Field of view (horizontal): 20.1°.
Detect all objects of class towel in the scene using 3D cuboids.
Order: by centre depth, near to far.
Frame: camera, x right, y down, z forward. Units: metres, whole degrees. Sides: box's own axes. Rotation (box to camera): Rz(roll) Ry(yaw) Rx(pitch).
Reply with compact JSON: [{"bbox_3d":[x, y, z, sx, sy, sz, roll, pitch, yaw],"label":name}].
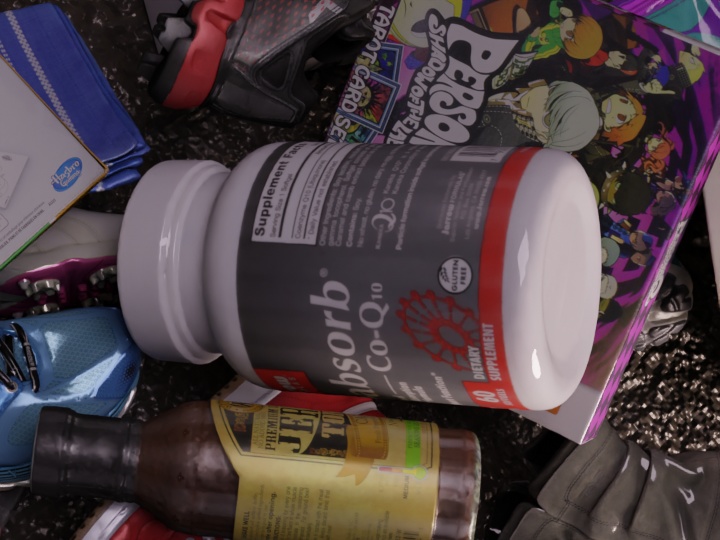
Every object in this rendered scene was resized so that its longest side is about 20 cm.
[{"bbox_3d":[-0.216,-0.075,0.972,0.200,0.024,0.145,-12,45,-23],"label":"towel"}]

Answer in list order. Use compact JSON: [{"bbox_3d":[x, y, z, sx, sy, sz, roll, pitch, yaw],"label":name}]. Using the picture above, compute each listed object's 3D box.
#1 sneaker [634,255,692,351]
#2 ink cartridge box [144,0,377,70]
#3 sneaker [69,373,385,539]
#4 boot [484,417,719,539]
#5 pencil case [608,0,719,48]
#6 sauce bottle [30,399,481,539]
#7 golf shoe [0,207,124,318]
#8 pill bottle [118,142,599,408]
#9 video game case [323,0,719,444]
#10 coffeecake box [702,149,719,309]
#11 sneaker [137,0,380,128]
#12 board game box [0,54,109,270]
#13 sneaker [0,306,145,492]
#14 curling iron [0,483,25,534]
[{"bbox_3d":[0.076,-0.001,1.080,0.200,0.078,0.080,7,35,-10],"label":"sneaker"},{"bbox_3d":[-0.017,-0.189,1.084,0.200,0.084,0.146,-11,78,-23],"label":"ink cartridge box"},{"bbox_3d":[-0.056,0.123,0.983,0.112,0.071,0.200,47,62,2],"label":"sneaker"},{"bbox_3d":[0.158,0.104,1.013,0.131,0.200,0.068,33,26,-13],"label":"boot"},{"bbox_3d":[0.111,-0.102,1.097,0.200,0.092,0.085,-19,40,-30],"label":"pencil case"},{"bbox_3d":[-0.047,0.092,0.913,0.200,0.065,0.065,6,72,-5],"label":"sauce bottle"},{"bbox_3d":[-0.183,-0.019,0.979,0.200,0.075,0.092,-8,73,-24],"label":"golf shoe"},{"bbox_3d":[0.000,0.000,0.927,0.200,0.116,0.116,3,68,22],"label":"pill bottle"},{"bbox_3d":[0.069,-0.043,0.987,0.181,0.036,0.200,26,102,17],"label":"video game case"},{"bbox_3d":[0.223,-0.014,1.056,0.073,0.200,0.154,-9,75,13],"label":"coffeecake box"},{"bbox_3d":[-0.030,-0.155,0.985,0.098,0.071,0.200,24,71,-12],"label":"sneaker"},{"bbox_3d":[-0.232,-0.066,0.880,0.200,0.040,0.153,49,61,-6],"label":"board game box"},{"bbox_3d":[-0.191,0.057,0.929,0.200,0.090,0.078,-17,62,-22],"label":"sneaker"},{"bbox_3d":[-0.189,0.116,0.959,0.050,0.026,0.200,39,65,-8],"label":"curling iron"}]
